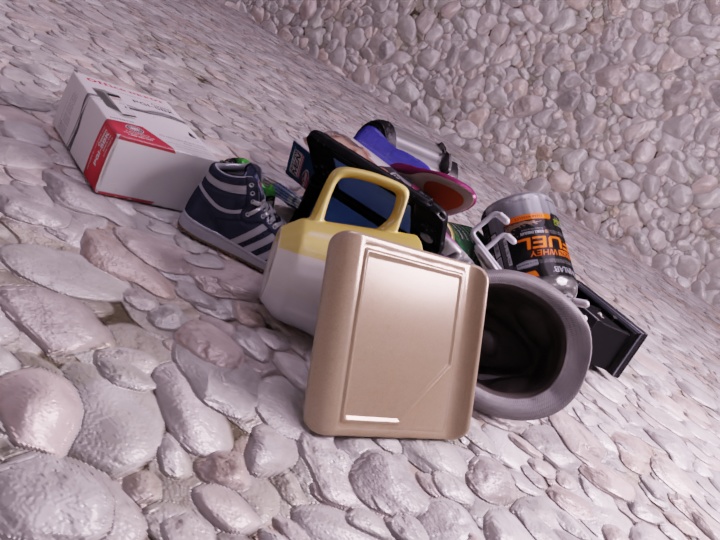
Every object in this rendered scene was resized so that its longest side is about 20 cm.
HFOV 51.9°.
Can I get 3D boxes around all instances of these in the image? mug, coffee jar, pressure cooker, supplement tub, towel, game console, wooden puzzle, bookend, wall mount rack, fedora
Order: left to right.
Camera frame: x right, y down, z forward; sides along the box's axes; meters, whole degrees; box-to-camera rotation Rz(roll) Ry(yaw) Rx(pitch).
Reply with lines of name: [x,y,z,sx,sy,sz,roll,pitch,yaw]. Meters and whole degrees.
towel: [-0.065,-0.083,1.115,0.200,0.024,0.147,33,3,32]
mug: [-0.025,-0.004,0.830,0.153,0.149,0.187,16,63,-11]
game console: [-0.006,-0.049,0.922,0.200,0.117,0.176,33,-15,13]
towel: [0.024,-0.156,1.229,0.147,0.050,0.200,36,38,3]
wooden puzzle: [0.038,0.070,0.727,0.200,0.186,0.037,13,-7,-37]
pressure cooker: [0.083,-0.183,1.427,0.200,0.179,0.176,17,19,-31]
coffee jar: [0.124,-0.033,1.174,0.200,0.104,0.085,14,37,-57]
fedora: [0.173,0.091,0.918,0.199,0.177,0.090,16,-10,-4]
wall mount rack: [0.225,0.011,1.002,0.174,0.074,0.200,54,6,19]
supplement tub: [0.266,-0.011,1.159,0.122,0.122,0.201,13,57,-40]
bookend: [0.338,0.068,1.255,0.200,0.092,0.199,21,17,-27]

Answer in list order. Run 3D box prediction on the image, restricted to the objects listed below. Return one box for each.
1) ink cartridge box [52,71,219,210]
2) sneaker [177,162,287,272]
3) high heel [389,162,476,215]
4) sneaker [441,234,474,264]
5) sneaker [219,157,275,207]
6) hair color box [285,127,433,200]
ink cartridge box: [-0.299,-0.170,0.976,0.147,0.083,0.200,9,27,-44]
sneaker: [-0.115,-0.062,0.921,0.200,0.109,0.070,24,19,-15]
high heel: [0.106,-0.131,1.103,0.200,0.068,0.096,19,33,39]
sneaker: [0.141,0.026,1.076,0.200,0.088,0.081,43,7,-29]
sneaker: [-0.184,-0.129,1.035,0.200,0.085,0.078,39,21,28]
hair color box: [-0.004,-0.124,1.070,0.200,0.061,0.100,40,41,24]
